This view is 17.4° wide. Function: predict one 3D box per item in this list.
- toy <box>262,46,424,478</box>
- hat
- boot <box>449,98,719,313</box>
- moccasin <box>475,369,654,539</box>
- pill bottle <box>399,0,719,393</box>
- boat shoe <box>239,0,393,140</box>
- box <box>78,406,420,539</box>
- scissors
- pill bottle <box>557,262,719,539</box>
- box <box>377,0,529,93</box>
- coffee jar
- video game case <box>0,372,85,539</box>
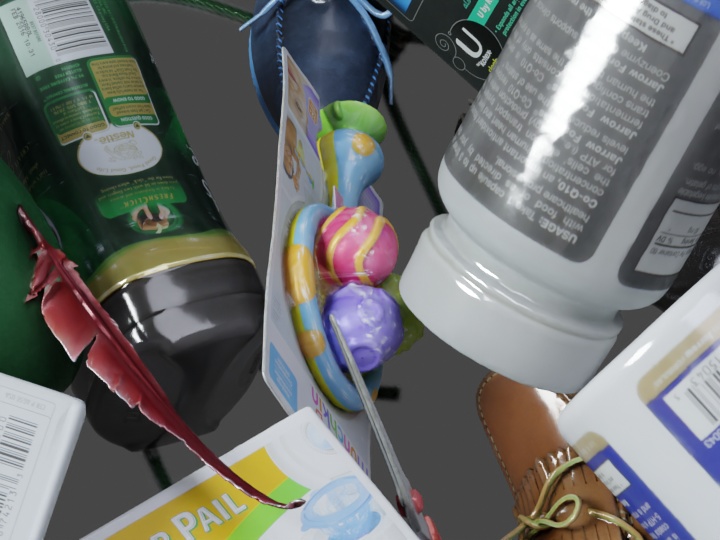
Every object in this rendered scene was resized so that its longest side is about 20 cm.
[{"bbox_3d":[0.000,0.000,1.053,0.047,0.115,0.201,-18,44,16],"label":"toy"},{"bbox_3d":[-0.120,0.019,0.976,0.175,0.166,0.201,13,60,-13],"label":"hat"},{"bbox_3d":[0.133,-0.053,1.181,0.173,0.069,0.200,18,47,0],"label":"boot"},{"bbox_3d":[0.100,0.129,1.033,0.077,0.074,0.202,-3,64,-42],"label":"moccasin"},{"bbox_3d":[0.102,-0.055,0.992,0.113,0.201,0.114,26,18,-9],"label":"pill bottle"},{"bbox_3d":[-0.019,-0.152,1.194,0.084,0.069,0.201,7,56,-15],"label":"boat shoe"},{"bbox_3d":[-0.073,0.160,0.927,0.200,0.102,0.113,-29,69,-34],"label":"box"},{"bbox_3d":[0.026,0.109,0.961,0.014,0.200,0.073,-16,38,8],"label":"scissors"},{"bbox_3d":[0.189,0.098,0.978,0.200,0.120,0.120,48,54,7],"label":"pill bottle"},{"bbox_3d":[0.104,-0.167,1.132,0.200,0.124,0.148,43,51,10],"label":"box"},{"bbox_3d":[-0.110,-0.024,1.047,0.085,0.104,0.201,-13,62,-26],"label":"coffee jar"},{"bbox_3d":[-0.213,0.111,0.830,0.181,0.023,0.201,18,69,-5],"label":"video game case"}]
